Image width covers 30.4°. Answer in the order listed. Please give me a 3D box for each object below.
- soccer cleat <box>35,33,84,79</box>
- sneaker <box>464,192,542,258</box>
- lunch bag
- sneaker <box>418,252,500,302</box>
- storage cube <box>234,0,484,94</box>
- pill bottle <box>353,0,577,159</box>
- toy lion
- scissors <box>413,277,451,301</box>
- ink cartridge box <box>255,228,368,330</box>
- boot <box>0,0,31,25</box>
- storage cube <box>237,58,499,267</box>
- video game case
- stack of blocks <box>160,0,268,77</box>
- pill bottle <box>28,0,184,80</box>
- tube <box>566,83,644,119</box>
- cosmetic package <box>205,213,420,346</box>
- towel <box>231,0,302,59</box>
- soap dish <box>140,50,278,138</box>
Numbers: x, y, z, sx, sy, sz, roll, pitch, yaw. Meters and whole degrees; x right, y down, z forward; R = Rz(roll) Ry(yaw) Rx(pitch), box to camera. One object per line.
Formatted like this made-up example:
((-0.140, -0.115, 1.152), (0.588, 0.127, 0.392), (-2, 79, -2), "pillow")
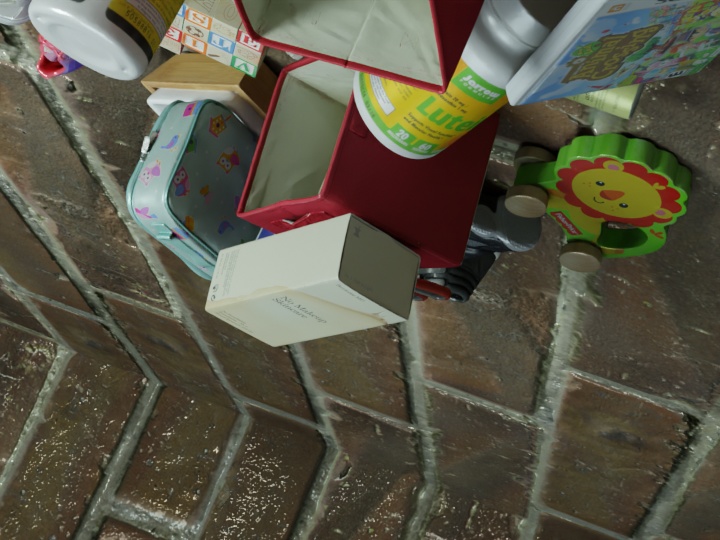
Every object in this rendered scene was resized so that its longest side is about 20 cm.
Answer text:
((-0.329, -0.272, 1.496), (0.068, 0.073, 0.200), (49, 160, -1), "soccer cleat")
((0.107, -0.068, 1.561), (0.199, 0.076, 0.114), (25, 159, -15), "sneaker")
((-0.167, -0.083, 1.455), (0.077, 0.161, 0.200), (7, 156, 38), "lunch bag")
((0.084, -0.031, 1.656), (0.200, 0.100, 0.071), (34, 160, -25), "sneaker")
((0.009, -0.268, 0.979), (0.170, 0.180, 0.200), (17, 161, 15), "storage cube")
((0.093, -0.189, 1.149), (0.111, 0.111, 0.200), (31, 140, -22), "pill bottle")
((0.266, -0.075, 1.401), (0.191, 0.069, 0.200), (-4, 149, 39), "toy lion")
((0.000, 0.000, 1.367), (0.199, 0.014, 0.073), (19, 168, -25), "scissors")
((-0.007, -0.062, 1.517), (0.041, 0.200, 0.200), (-1, 150, 47), "ink cartridge box")
((-0.461, -0.348, 1.492), (0.199, 0.074, 0.096), (16, 156, -6), "boot")
((0.010, -0.111, 1.364), (0.179, 0.201, 0.171), (26, 161, -30), "storage cube")
((0.228, -0.187, 1.029), (0.181, 0.022, 0.200), (-12, 168, -16), "video game case")
((-0.184, -0.275, 1.365), (0.199, 0.059, 0.115), (24, 161, -3), "stack of blocks")
((-0.192, -0.275, 1.142), (0.111, 0.201, 0.111), (26, 167, 7), "pill bottle")
((0.161, -0.193, 1.207), (0.199, 0.058, 0.052), (23, -171, 13), "tube")
((-0.050, 0.013, 1.312), (0.103, 0.073, 0.200), (30, 151, -35), "cosmetic package")
((-0.073, -0.281, 1.119), (0.200, 0.133, 0.034), (37, -173, -37), "towel")
((-0.136, -0.175, 1.545), (0.157, 0.082, 0.200), (8, 156, 38), "soap dish")
